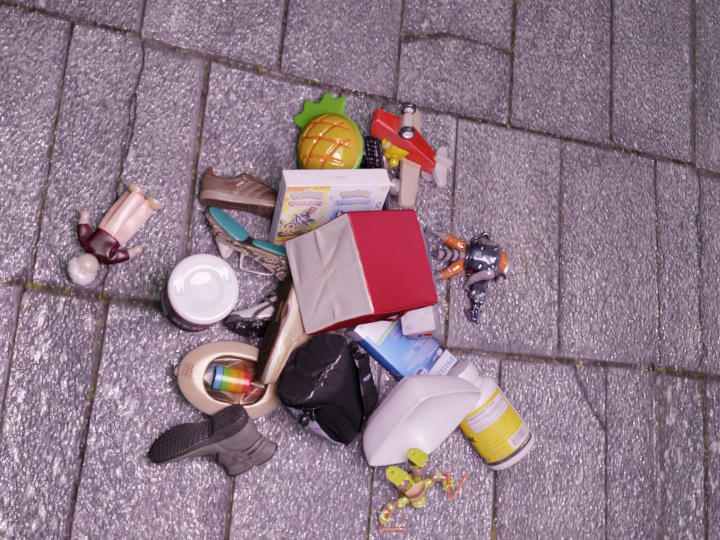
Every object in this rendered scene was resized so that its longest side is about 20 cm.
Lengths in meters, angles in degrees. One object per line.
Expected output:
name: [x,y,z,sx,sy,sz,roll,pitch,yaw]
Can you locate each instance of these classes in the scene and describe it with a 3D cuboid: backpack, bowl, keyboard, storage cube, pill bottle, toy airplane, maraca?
backpack: [-0.055,0.216,1.287,0.167,0.126,0.200,-47,140,-18]
bowl: [0.102,0.262,1.323,0.199,0.200,0.075,7,36,-46]
keyboard: [0.024,-0.163,1.423,0.020,0.127,0.201,-11,107,-15]
storage cube: [0.000,0.000,1.271,0.179,0.170,0.201,-8,81,-48]
pill bottle: [-0.279,0.045,1.240,0.113,0.200,0.115,4,79,-19]
toy airplane: [0.091,-0.237,1.473,0.200,0.140,0.200,-34,105,-57]
maraca: [-0.065,-0.256,1.423,0.136,0.107,0.201,-18,69,10]
pill bottle: [0.242,0.279,1.425,0.111,0.111,0.200,-37,93,-21]

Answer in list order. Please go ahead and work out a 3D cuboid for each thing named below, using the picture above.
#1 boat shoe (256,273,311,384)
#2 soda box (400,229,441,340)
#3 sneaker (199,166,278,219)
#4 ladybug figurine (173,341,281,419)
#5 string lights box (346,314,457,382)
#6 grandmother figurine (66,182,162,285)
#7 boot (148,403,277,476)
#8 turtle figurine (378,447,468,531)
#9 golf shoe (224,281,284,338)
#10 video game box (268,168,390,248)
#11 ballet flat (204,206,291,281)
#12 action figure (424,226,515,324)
boat shoe: [-0.120,0.109,1.278,0.076,0.072,0.201,26,74,-26]
soda box: [0.106,0.026,1.382,0.063,0.068,0.201,-11,73,16]
sneaker: [-0.201,-0.149,1.375,0.199,0.070,0.076,10,72,-19]
ladybug figurine: [-0.233,0.196,1.296,0.199,0.072,0.137,17,75,-16]
string lights box: [0.081,0.148,1.422,0.200,0.059,0.103,44,70,-7]
grandmother figurine: [-0.445,-0.061,1.280,0.121,0.061,0.201,32,68,-2]
boot: [-0.253,0.318,1.260,0.199,0.068,0.131,-22,124,9]
turtle figurine: [0.106,0.396,1.358,0.199,0.162,0.064,-25,44,-10]
golf shoe: [-0.158,0.070,1.356,0.199,0.078,0.095,-4,64,-22]
video game box: [-0.060,-0.111,1.358,0.199,0.183,0.047,-4,51,-19]
ballet flat: [-0.213,-0.039,1.347,0.199,0.068,0.076,30,109,4]
action figure: [0.223,0.003,1.479,0.192,0.105,0.201,4,75,-8]
